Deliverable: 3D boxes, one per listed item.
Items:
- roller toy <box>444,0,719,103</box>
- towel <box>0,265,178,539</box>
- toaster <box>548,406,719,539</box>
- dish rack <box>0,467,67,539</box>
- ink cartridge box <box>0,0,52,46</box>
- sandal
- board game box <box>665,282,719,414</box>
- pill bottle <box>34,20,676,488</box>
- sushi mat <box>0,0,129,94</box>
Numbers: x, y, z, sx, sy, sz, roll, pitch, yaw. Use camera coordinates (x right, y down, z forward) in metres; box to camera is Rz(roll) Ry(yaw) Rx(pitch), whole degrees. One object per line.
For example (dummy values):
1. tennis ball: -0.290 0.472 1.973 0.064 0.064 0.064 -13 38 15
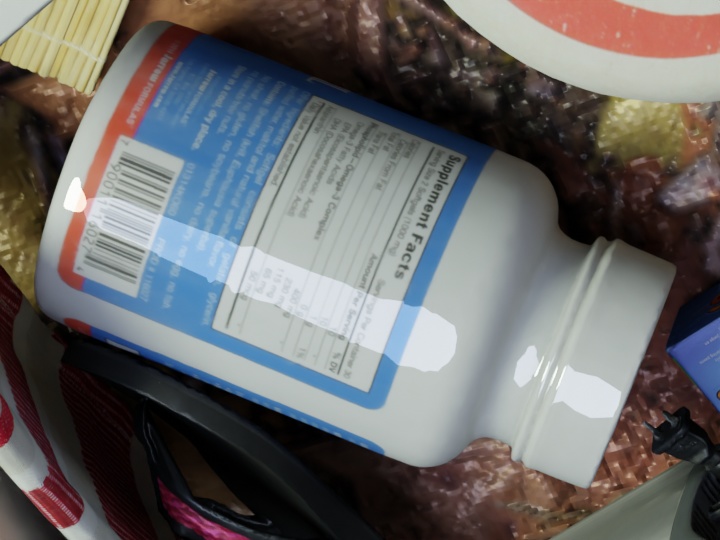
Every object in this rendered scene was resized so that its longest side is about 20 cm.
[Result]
1. roller toy: 0.099 -0.151 0.854 0.200 0.140 0.183 -26 107 26
2. towel: -0.111 0.044 0.995 0.023 0.144 0.200 -33 126 4
3. toaster: 0.119 0.154 1.024 0.129 0.114 0.200 -31 107 30
4. dish rack: -0.124 0.086 1.016 0.043 0.200 0.172 -35 88 5
5. ink cartridge box: -0.089 -0.159 0.865 0.084 0.145 0.200 39 130 -20
6. sandal: -0.034 0.091 1.029 0.200 0.075 0.045 43 79 -32
7. board game box: 0.222 0.021 0.967 0.200 0.034 0.135 -33 104 29
8. pill bottle: 0.000 0.000 0.980 0.199 0.112 0.113 22 121 4
9. sushi mat: -0.101 -0.160 0.984 0.095 0.012 0.200 28 121 2
